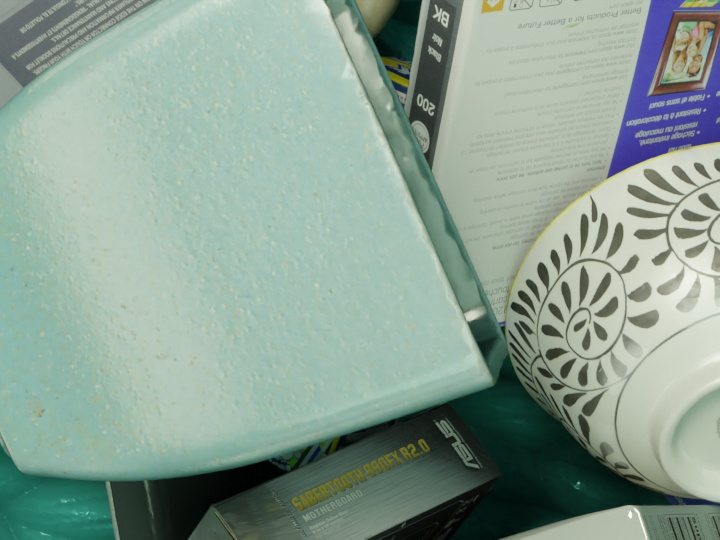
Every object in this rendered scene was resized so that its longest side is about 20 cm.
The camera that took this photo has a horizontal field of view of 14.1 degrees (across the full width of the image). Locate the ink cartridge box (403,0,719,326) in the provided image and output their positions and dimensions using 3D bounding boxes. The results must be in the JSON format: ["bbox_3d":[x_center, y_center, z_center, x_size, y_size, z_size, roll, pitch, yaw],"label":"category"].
[{"bbox_3d":[0.109,-0.072,1.360,0.198,0.043,0.200,-11,127,-30],"label":"ink cartridge box"}]

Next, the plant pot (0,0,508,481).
[{"bbox_3d":[-0.069,-0.008,1.218,0.200,0.196,0.196,-25,91,6],"label":"plant pot"}]

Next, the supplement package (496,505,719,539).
[{"bbox_3d":[0.096,0.201,1.359,0.191,0.200,0.147,-19,78,22],"label":"supplement package"}]

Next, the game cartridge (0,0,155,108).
[{"bbox_3d":[-0.110,-0.113,1.380,0.200,0.041,0.133,-25,108,46],"label":"game cartridge"}]

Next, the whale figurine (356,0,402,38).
[{"bbox_3d":[-0.066,-0.175,1.403,0.200,0.104,0.159,14,124,15],"label":"whale figurine"}]

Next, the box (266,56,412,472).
[{"bbox_3d":[0.000,0.000,1.411,0.070,0.064,0.200,26,104,24],"label":"box"}]

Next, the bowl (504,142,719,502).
[{"bbox_3d":[0.172,0.045,1.350,0.200,0.094,0.201,-4,133,-4],"label":"bowl"}]

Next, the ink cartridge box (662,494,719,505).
[{"bbox_3d":[0.261,0.085,1.522,0.200,0.042,0.119,-40,103,4],"label":"ink cartridge box"}]

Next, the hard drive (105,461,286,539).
[{"bbox_3d":[-0.084,0.052,1.436,0.033,0.140,0.200,1,108,29],"label":"hard drive"}]

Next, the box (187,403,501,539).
[{"bbox_3d":[-0.039,0.160,1.408,0.048,0.158,0.200,52,137,19],"label":"box"}]
